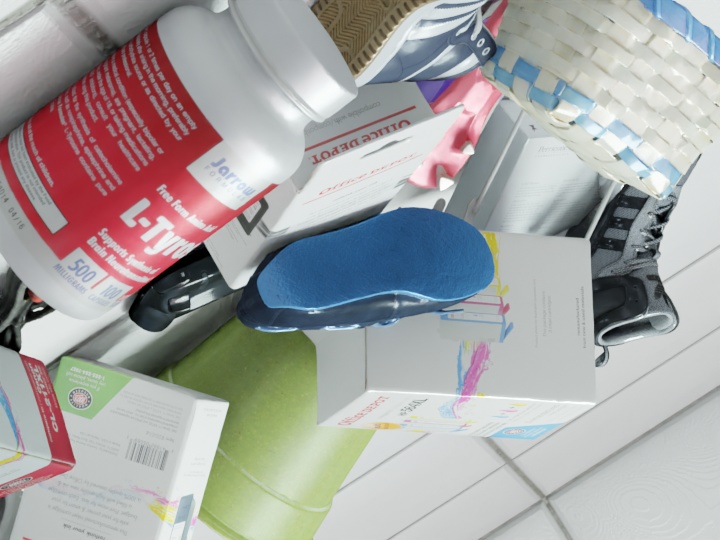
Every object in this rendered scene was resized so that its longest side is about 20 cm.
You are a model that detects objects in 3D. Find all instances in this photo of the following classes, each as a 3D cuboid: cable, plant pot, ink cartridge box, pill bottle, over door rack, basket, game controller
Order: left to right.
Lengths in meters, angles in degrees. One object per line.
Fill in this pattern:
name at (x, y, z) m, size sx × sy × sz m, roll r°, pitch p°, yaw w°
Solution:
ink cartridge box at (-0.288, 0.103, 1.330) m, size 0.145 × 0.083 × 0.200 m, roll -21°, pitch 165°, yaw 8°
cable at (-0.211, 0.029, 1.356) m, size 0.200 × 0.050 × 0.097 m, roll -42°, pitch 164°, yaw 30°
ink cartridge box at (-0.184, 0.175, 1.549) m, size 0.067 × 0.117 × 0.201 m, roll 19°, pitch 87°, yaw -72°
pill bottle at (-0.104, -0.071, 1.148) m, size 0.200 × 0.112 × 0.112 m, roll -36°, pitch 164°, yaw 13°
game controller at (-0.076, -0.011, 1.537) m, size 0.199 × 0.042 × 0.104 m, roll -24°, pitch 177°, yaw -26°
plant pot at (-0.054, 0.096, 1.653) m, size 0.190 × 0.200 × 0.200 m, roll -48°, pitch 161°, yaw 12°
ink cartridge box at (-0.025, -0.071, 1.351) m, size 0.116 × 0.067 × 0.200 m, roll -24°, pitch 167°, yaw -28°
ink cartridge box at (0.054, 0.046, 1.524) m, size 0.199 × 0.126 × 0.129 m, roll 4°, pitch 163°, yaw -16°
over door rack at (0.164, -0.086, 1.541) m, size 0.148 × 0.067 × 0.200 m, roll 20°, pitch 110°, yaw -47°
basket at (0.179, -0.164, 1.302) m, size 0.176 × 0.139 × 0.200 m, roll 36°, pitch 95°, yaw -34°

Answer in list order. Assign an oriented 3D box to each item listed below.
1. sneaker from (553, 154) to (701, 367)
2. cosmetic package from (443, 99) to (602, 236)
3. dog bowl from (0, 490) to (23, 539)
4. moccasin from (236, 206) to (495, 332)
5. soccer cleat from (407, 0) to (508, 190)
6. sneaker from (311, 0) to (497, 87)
sneaker at (0.219, -0.018, 1.624) m, size 0.075 × 0.114 × 0.200 m, roll 16°, pitch 120°, yaw -50°
cosmetic package at (0.166, -0.067, 1.664) m, size 0.199 × 0.052 × 0.151 m, roll -6°, pitch 138°, yaw -37°
dog bowl at (-0.313, 0.251, 1.646) m, size 0.200 × 0.059 × 0.200 m, roll -40°, pitch -159°, yaw 19°
moccasin at (0.000, 0.000, 1.406) m, size 0.199 × 0.081 × 0.068 m, roll -2°, pitch 159°, yaw -39°
soccer cleat at (0.083, -0.143, 1.401) m, size 0.067 × 0.077 × 0.200 m, roll 30°, pitch 105°, yaw -34°
sneaker at (0.061, -0.172, 1.231) m, size 0.108 × 0.070 × 0.200 m, roll -6°, pitch 157°, yaw -48°
